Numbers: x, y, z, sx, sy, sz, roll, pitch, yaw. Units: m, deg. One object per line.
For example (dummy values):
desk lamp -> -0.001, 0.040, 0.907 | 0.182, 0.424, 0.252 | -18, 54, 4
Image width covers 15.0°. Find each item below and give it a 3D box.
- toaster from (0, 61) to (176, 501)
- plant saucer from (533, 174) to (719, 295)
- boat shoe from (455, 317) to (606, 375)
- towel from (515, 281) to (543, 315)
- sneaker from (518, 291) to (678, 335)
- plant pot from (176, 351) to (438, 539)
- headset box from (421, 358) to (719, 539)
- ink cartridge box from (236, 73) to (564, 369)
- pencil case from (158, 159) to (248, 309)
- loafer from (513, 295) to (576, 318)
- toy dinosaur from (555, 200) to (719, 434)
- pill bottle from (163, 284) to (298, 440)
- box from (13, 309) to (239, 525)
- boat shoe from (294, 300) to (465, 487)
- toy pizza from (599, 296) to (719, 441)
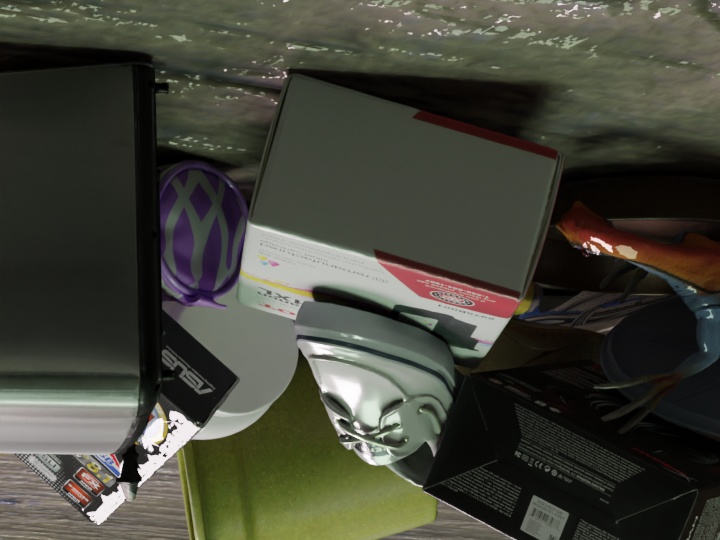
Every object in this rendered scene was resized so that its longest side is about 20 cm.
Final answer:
toaster -> -0.161, 0.007, 1.381 | 0.118, 0.201, 0.181 | 0, 169, -10
plant saucer -> 0.172, -0.021, 1.578 | 0.199, 0.035, 0.200 | 2, 167, 0
boat shoe -> 0.100, 0.061, 1.669 | 0.199, 0.073, 0.072 | 14, -176, -24
towel -> 0.000, 0.000, 1.639 | 0.199, 0.023, 0.144 | 10, 180, -18
sneaker -> 0.178, 0.029, 1.725 | 0.199, 0.086, 0.077 | -14, 135, 21
plant pot -> -0.042, 0.135, 2.020 | 0.183, 0.202, 0.200 | -9, 168, -5
headset box -> 0.148, 0.115, 1.541 | 0.148, 0.078, 0.200 | 27, -167, 25
ink cartridge box -> 0.016, -0.020, 1.428 | 0.145, 0.083, 0.200 | 15, 167, -1
pencil case -> -0.150, -0.009, 1.568 | 0.084, 0.086, 0.199 | 20, 158, -39
loafer -> 0.142, 0.050, 1.844 | 0.199, 0.076, 0.070 | 11, 174, -2
toy dinosaur -> 0.192, -0.006, 1.482 | 0.200, 0.105, 0.181 | -40, 141, 5
pill bottle -> -0.111, 0.051, 1.722 | 0.111, 0.112, 0.200 | 7, 174, -21
box -> -0.183, 0.040, 1.546 | 0.200, 0.044, 0.160 | 42, 143, -5
boat shoe -> 0.018, 0.073, 1.479 | 0.073, 0.067, 0.200 | 9, 167, 28
toy pizza -> 0.236, 0.065, 1.569 | 0.199, 0.032, 0.200 | 3, -157, -1
